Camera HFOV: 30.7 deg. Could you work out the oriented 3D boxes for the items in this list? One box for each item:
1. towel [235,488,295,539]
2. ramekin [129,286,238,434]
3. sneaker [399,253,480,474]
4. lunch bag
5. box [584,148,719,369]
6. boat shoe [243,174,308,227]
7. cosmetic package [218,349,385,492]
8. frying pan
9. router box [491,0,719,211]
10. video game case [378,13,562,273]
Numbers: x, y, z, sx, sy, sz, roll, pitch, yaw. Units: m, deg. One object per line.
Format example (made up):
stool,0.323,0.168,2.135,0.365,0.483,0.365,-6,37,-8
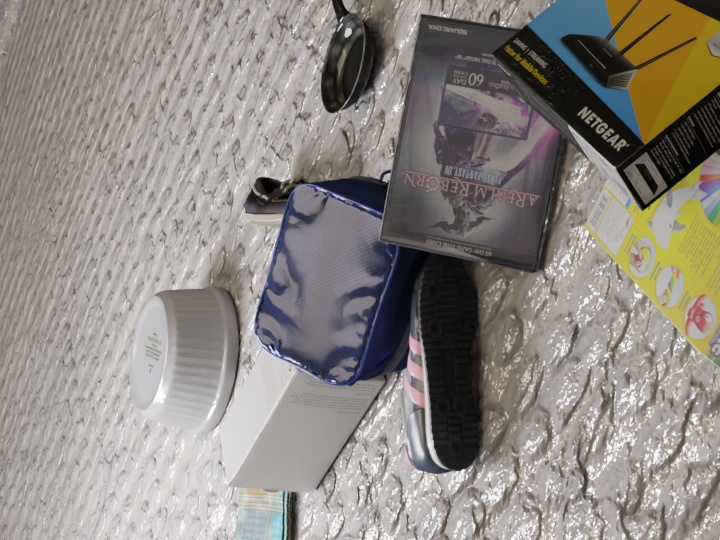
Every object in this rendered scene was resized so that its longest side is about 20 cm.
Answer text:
towel,-0.114,0.257,1.555,0.146,0.022,0.202,-17,67,60
ramekin,-0.245,0.118,1.776,0.202,0.093,0.204,-28,58,59
sneaker,0.061,0.086,1.202,0.082,0.070,0.202,-24,60,56
lunch bag,0.000,0.000,1.263,0.135,0.132,0.202,26,107,26
box,0.239,-0.026,0.907,0.118,0.048,0.200,-67,28,25
boat shoe,-0.090,-0.083,1.538,0.200,0.072,0.063,-174,92,-68
cosmetic package,-0.066,0.146,1.399,0.201,0.107,0.085,-57,35,37
frying pan,-0.023,-0.258,1.514,0.115,0.031,0.191,-62,29,33
router box,0.200,-0.149,0.936,0.149,0.051,0.200,-39,37,4
video game case,0.101,-0.111,1.132,0.019,0.142,0.202,0,-79,-73
